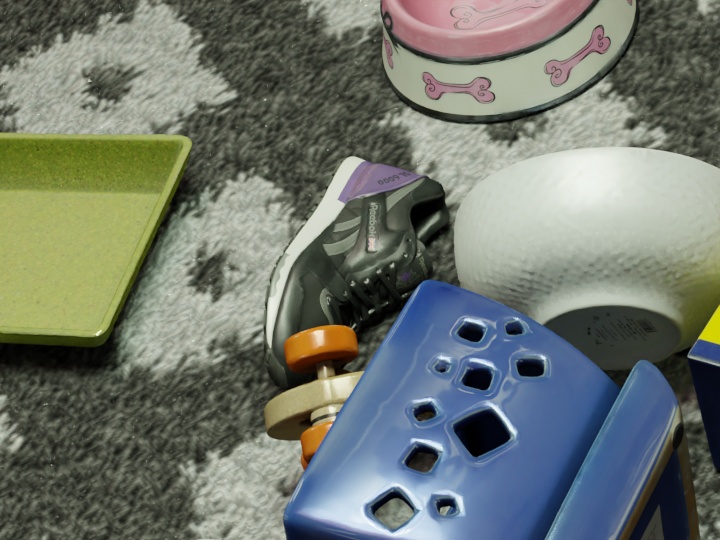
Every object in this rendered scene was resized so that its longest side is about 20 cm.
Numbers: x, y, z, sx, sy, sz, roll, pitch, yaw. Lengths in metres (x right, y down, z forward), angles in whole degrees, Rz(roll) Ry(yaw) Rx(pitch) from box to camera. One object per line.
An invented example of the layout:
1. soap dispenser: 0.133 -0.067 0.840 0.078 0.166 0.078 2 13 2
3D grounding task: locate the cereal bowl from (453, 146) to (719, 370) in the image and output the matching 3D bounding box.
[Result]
1. cereal bowl: 0.155 0.006 1.697 0.199 0.200 0.084 -6 61 15

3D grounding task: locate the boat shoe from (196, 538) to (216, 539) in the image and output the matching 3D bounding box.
1. boat shoe: -0.152 0.247 1.667 0.200 0.072 0.071 -36 53 -2

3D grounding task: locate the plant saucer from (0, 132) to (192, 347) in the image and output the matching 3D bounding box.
1. plant saucer: -0.234 -0.015 1.968 0.198 0.048 0.201 2 48 23

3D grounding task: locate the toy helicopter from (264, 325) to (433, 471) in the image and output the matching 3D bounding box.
1. toy helicopter: 0.034 0.086 1.734 0.199 0.132 0.079 -6 71 -16

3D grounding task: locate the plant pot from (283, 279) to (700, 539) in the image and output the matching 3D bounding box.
1. plant pot: 0.089 0.153 1.572 0.179 0.201 0.200 14 52 24

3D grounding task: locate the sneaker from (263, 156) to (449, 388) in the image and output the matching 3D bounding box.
1. sneaker: 0.000 0.000 1.848 0.087 0.076 0.201 10 50 21

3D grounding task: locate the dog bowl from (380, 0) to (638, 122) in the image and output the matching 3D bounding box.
1. dog bowl: 0.104 -0.205 2.012 0.199 0.074 0.201 -11 44 11

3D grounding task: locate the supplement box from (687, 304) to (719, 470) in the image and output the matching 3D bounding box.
1. supplement box: 0.302 0.031 1.670 0.109 0.109 0.200 15 54 32
